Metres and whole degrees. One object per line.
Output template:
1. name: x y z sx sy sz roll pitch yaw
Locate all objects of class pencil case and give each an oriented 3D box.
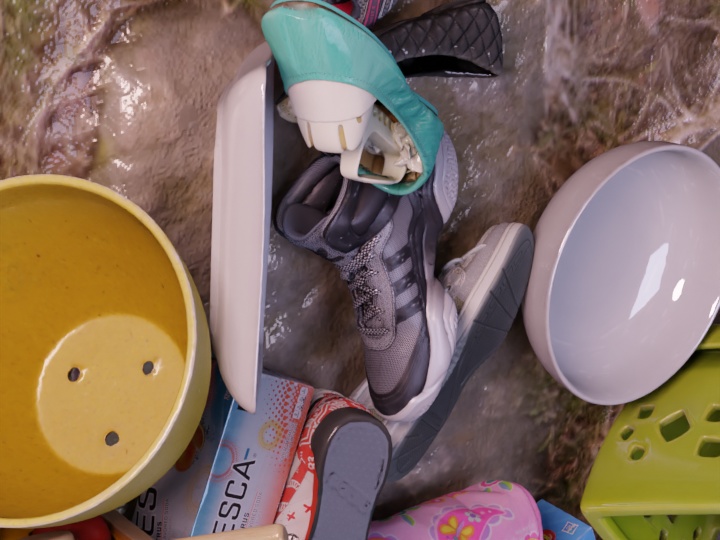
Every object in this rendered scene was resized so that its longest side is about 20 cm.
1. pencil case: 0.039 0.210 1.727 0.200 0.087 0.087 -17 119 -38

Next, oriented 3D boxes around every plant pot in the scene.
1. plant pot: 0.309 0.149 1.855 0.200 0.199 0.182 49 47 -43
2. plant pot: -0.166 0.059 1.408 0.200 0.200 0.142 -60 159 -4

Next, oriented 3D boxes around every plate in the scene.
1. plate: -0.070 -0.032 1.452 0.032 0.200 0.200 2 101 -2

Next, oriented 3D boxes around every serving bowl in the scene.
1. serving bowl: 0.186 -0.005 1.775 0.200 0.066 0.200 -19 121 -36

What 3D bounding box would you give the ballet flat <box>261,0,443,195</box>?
1. ballet flat: -0.002 -0.094 1.449 0.200 0.067 0.070 39 55 -60

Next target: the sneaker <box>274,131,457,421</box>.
1. sneaker: 0.000 0.000 1.581 0.114 0.075 0.200 0 95 -39

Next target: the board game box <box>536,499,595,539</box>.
1. board game box: 0.112 0.312 1.858 0.196 0.056 0.200 -38 131 -24

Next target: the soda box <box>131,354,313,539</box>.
1. soda box: -0.100 0.156 1.567 0.068 0.064 0.200 18 89 -43

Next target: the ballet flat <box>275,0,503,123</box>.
1. ballet flat: 0.025 -0.129 1.556 0.200 0.066 0.057 -25 91 -41

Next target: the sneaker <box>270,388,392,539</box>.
1. sneaker: -0.040 0.177 1.609 0.067 0.108 0.201 16 97 -21

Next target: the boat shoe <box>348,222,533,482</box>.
1. boat shoe: 0.051 0.048 1.676 0.202 0.065 0.074 -58 157 -6

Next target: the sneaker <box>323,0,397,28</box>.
1. sneaker: -0.029 -0.214 1.469 0.075 0.081 0.200 -53 136 -6

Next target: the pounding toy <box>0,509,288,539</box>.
1. pounding toy: -0.170 0.194 1.408 0.184 0.200 0.142 0 102 -29
